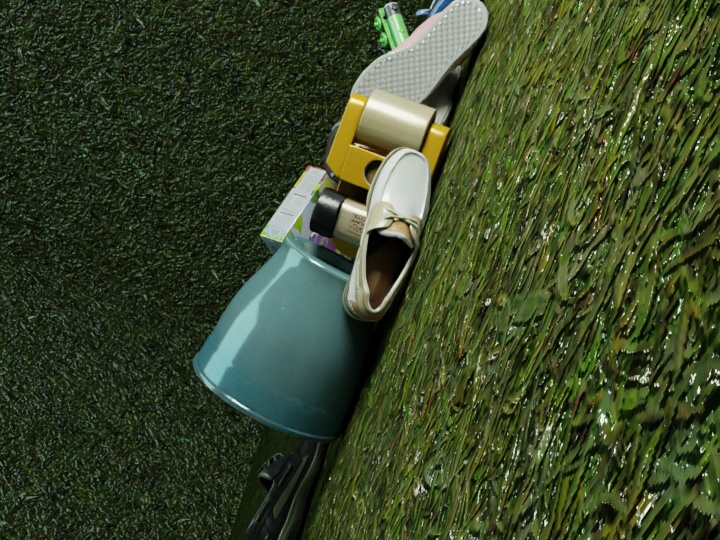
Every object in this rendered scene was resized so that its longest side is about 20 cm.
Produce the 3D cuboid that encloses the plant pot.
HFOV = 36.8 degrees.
[{"bbox_3d":[-0.070,0.070,1.289,0.189,0.199,0.200,-62,5,8],"label":"plant pot"}]

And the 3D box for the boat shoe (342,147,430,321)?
[{"bbox_3d":[0.038,-0.040,1.191,0.068,0.074,0.202,171,114,-76],"label":"boat shoe"}]

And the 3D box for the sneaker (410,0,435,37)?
[{"bbox_3d":[0.105,-0.329,1.630,0.200,0.073,0.081,116,171,-59],"label":"sneaker"}]

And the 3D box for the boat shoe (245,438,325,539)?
[{"bbox_3d":[-0.097,0.270,1.414,0.075,0.073,0.201,115,174,-52],"label":"boat shoe"}]

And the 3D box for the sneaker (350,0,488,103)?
[{"bbox_3d":[0.076,-0.257,1.344,0.200,0.076,0.105,-40,4,8],"label":"sneaker"}]

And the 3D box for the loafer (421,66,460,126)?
[{"bbox_3d":[0.083,-0.219,1.396,0.201,0.069,0.070,-75,7,-54],"label":"loafer"}]

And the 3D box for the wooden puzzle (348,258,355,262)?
[{"bbox_3d":[0.000,0.000,1.475,0.186,0.046,0.200,-63,1,-36],"label":"wooden puzzle"}]

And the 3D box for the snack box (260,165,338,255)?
[{"bbox_3d":[-0.062,-0.044,1.693,0.143,0.053,0.200,-56,-39,-20],"label":"snack box"}]

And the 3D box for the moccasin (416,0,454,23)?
[{"bbox_3d":[0.103,-0.322,1.487,0.201,0.080,0.069,115,154,-45],"label":"moccasin"}]

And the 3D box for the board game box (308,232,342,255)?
[{"bbox_3d":[-0.033,-0.001,1.595,0.032,0.120,0.201,-26,37,47],"label":"board game box"}]

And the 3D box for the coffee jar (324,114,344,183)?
[{"bbox_3d":[0.012,-0.191,1.584,0.200,0.085,0.105,-51,-22,-65],"label":"coffee jar"}]

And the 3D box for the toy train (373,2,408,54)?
[{"bbox_3d":[0.067,-0.309,1.609,0.056,0.041,0.202,123,131,-67],"label":"toy train"}]

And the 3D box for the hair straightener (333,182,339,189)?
[{"bbox_3d":[-0.014,-0.091,1.564,0.200,0.077,0.041,-34,-28,-54],"label":"hair straightener"}]

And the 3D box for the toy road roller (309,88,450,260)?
[{"bbox_3d":[0.026,-0.108,1.312,0.146,0.122,0.202,-18,-51,-81],"label":"toy road roller"}]
